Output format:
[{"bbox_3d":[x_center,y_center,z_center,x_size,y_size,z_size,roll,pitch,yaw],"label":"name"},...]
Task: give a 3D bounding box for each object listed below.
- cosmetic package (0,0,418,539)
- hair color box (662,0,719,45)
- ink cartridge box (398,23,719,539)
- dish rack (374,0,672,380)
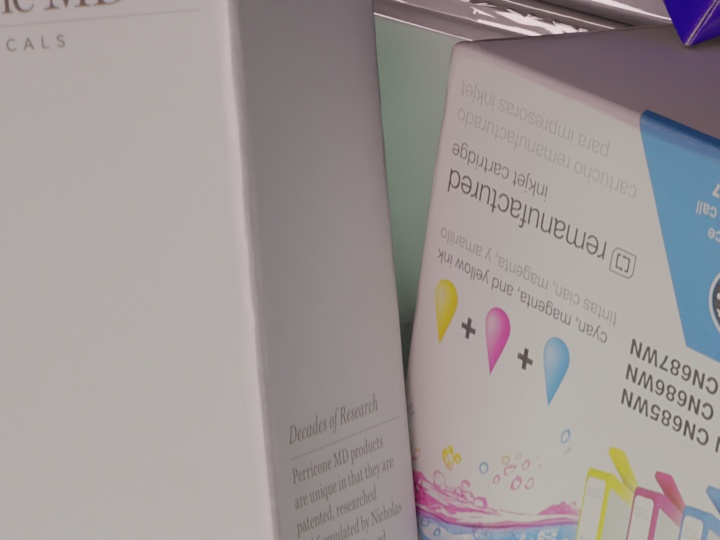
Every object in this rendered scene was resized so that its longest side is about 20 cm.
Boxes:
[{"bbox_3d":[-0.048,0.029,0.633,0.101,0.071,0.201,-3,95,25],"label":"cosmetic package"},{"bbox_3d":[0.141,-0.134,0.661,0.199,0.065,0.110,-19,75,-19],"label":"hair color box"},{"bbox_3d":[0.091,0.059,0.651,0.128,0.125,0.201,26,116,45],"label":"ink cartridge box"},{"bbox_3d":[0.000,0.000,0.743,0.199,0.044,0.173,15,104,9],"label":"dish rack"}]
